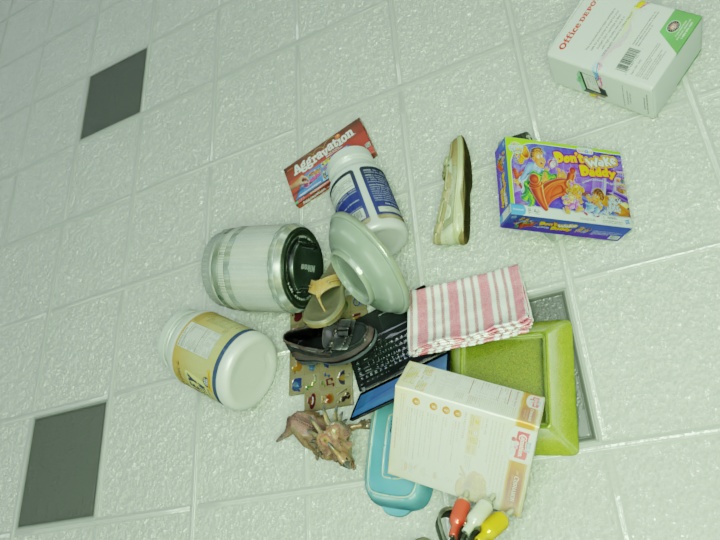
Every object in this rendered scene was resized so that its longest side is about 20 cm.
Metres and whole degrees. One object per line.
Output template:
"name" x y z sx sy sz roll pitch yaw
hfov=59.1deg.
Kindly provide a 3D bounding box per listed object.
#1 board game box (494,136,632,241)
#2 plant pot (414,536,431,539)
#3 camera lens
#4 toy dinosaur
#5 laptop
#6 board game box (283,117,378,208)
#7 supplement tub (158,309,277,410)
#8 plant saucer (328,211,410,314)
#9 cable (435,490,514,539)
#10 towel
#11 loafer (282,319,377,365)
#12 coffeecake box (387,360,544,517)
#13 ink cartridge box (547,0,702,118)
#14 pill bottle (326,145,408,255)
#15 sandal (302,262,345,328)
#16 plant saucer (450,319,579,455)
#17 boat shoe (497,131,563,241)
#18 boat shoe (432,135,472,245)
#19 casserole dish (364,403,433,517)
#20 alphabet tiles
"board game box" 0.311 -0.126 0.982 0.195 0.045 0.138 5 66 -9
"plant pot" 0.099 0.480 0.818 0.196 0.177 0.204 13 75 31
"camera lens" -0.179 -0.003 1.196 0.196 0.160 0.164 -1 68 28
"toy dinosaur" -0.070 0.262 1.032 0.196 0.135 0.088 5 70 31
"laptop" 0.048 0.129 1.042 0.174 0.103 0.203 -26 59 13
"board game box" -0.065 -0.223 1.316 0.198 0.019 0.104 -32 56 13
"supplement tub" -0.268 0.159 1.183 0.197 0.144 0.147 17 77 33
"plant saucer" 0.000 0.000 1.051 0.050 0.202 0.200 -36 52 -17
"cable" 0.118 0.346 0.794 0.095 0.199 0.052 10 111 29
"towel" 0.166 0.059 1.007 0.195 0.030 0.148 -14 35 13
"loafer" -0.059 0.120 1.090 0.197 0.063 0.073 -17 41 42
"coffeecake box" 0.145 0.234 0.891 0.196 0.073 0.157 13 116 19
"ink cartridge box" 0.437 -0.366 1.060 0.199 0.084 0.146 35 87 35
"pill bottle" 0.006 -0.125 1.174 0.114 0.116 0.203 -28 58 15
"sandal" -0.059 0.025 1.135 0.079 0.055 0.202 -11 36 28
"plant saucer" 0.222 0.171 0.964 0.195 0.048 0.205 -7 65 26
"boat shoe" 0.297 -0.145 1.048 0.062 0.071 0.204 -21 68 -1
"boat shoe" 0.162 -0.143 1.125 0.062 0.073 0.206 -3 74 22
"casserole dish" 0.062 0.282 1.011 0.119 0.039 0.205 -2 67 27
"alphabet tiles" -0.059 0.150 1.155 0.164 0.008 0.205 -13 63 23
